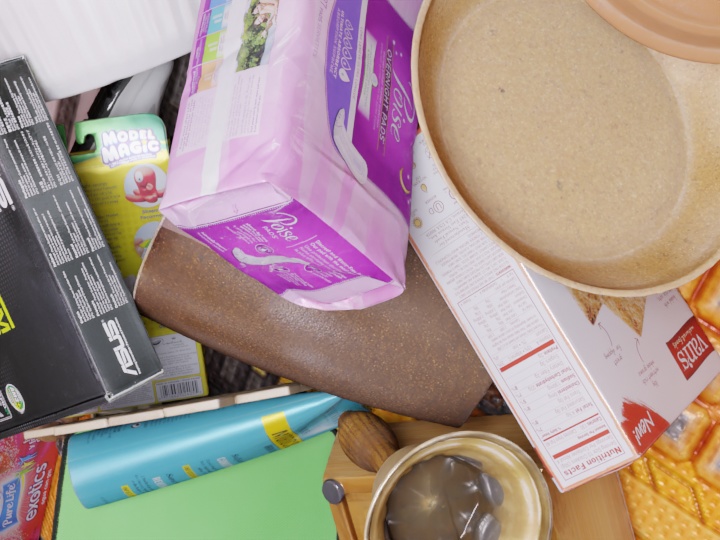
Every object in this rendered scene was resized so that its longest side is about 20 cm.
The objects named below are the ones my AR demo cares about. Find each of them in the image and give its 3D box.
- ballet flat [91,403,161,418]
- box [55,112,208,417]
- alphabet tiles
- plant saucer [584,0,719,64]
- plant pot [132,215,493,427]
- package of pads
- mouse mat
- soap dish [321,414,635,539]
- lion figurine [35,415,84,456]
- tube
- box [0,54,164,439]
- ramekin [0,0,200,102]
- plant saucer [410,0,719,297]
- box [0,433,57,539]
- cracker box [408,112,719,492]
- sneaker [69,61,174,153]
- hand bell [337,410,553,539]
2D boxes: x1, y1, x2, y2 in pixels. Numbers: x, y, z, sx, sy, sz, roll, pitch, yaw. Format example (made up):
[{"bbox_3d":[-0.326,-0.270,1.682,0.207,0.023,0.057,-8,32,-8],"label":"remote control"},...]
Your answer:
[{"bbox_3d":[-0.183,0.110,0.972,0.069,0.069,0.202,2,107,34],"label":"ballet flat"},{"bbox_3d":[-0.173,-0.005,0.858,0.116,0.048,0.202,-8,113,-7],"label":"box"},{"bbox_3d":[-0.110,0.086,0.814,0.165,0.200,0.006,-10,86,9],"label":"alphabet tiles"},{"bbox_3d":[0.180,-0.196,0.599,0.198,0.032,0.202,3,111,8],"label":"plant saucer"},{"bbox_3d":[0.000,0.000,0.762,0.199,0.187,0.188,32,122,4],"label":"plant pot"},{"bbox_3d":[-0.024,-0.092,0.620,0.075,0.120,0.202,-12,59,31],"label":"package of pads"},{"bbox_3d":[-0.111,0.178,0.865,0.198,0.162,0.008,0,149,1],"label":"mouse mat"},{"bbox_3d":[0.075,0.174,0.812,0.199,0.081,0.159,-9,100,37],"label":"soap dish"},{"bbox_3d":[-0.266,0.078,0.984,0.201,0.072,0.123,55,164,22],"label":"lion figurine"},{"bbox_3d":[-0.093,0.111,0.853,0.198,0.077,0.051,-15,78,4],"label":"tube"},{"bbox_3d":[-0.217,-0.003,0.782,0.193,0.047,0.201,-19,95,54],"label":"box"},{"bbox_3d":[-0.153,-0.176,0.785,0.201,0.202,0.095,-7,113,36],"label":"ramekin"},{"bbox_3d":[0.110,-0.079,0.648,0.201,0.199,0.035,58,153,4],"label":"plant saucer"},{"bbox_3d":[-0.326,0.170,1.075,0.099,0.095,0.201,32,121,22],"label":"box"},{"bbox_3d":[0.106,0.001,0.699,0.058,0.134,0.201,-33,87,37],"label":"cracker box"},{"bbox_3d":[-0.154,-0.056,0.910,0.115,0.076,0.202,25,100,-18],"label":"sneaker"},{"bbox_3d":[0.020,0.117,0.739,0.200,0.103,0.105,-153,51,-70],"label":"hand bell"}]
